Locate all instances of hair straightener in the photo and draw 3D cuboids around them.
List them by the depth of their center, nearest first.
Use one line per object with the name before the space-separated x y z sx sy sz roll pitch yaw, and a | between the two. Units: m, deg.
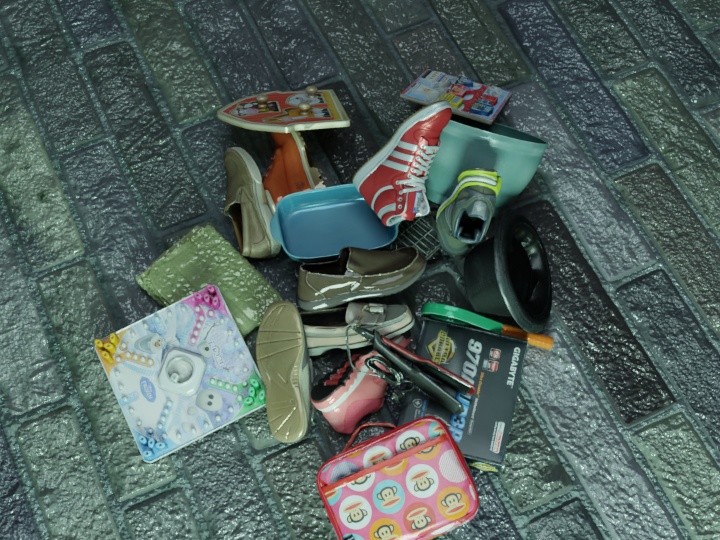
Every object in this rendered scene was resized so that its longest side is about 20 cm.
hair straightener | 0.060 0.143 1.619 0.200 0.041 0.077 33 61 -1

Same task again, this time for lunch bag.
lunch bag | 0.046 0.286 1.573 0.200 0.082 0.176 -24 74 -2

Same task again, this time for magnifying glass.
magnifying glass | 0.187 0.083 1.720 0.200 0.080 0.022 14 79 -4

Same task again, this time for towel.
towel | -0.225 0.029 1.760 0.200 0.036 0.148 41 68 20

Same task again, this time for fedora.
fedora | 0.210 0.009 1.724 0.092 0.201 0.201 -16 57 29

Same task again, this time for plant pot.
plant pot | 0.173 -0.160 1.789 0.200 0.200 0.134 18 104 9

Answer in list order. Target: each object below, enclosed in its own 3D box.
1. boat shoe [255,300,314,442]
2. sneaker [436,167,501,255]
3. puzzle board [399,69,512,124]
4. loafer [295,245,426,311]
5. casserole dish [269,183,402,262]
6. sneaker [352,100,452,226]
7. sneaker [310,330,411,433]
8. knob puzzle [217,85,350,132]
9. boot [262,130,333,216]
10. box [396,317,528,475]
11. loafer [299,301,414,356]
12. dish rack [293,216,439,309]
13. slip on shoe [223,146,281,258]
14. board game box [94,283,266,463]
boat shoe | -0.102 0.145 1.659 0.072 0.065 0.200 -10 78 14
sneaker | 0.150 -0.069 1.696 0.074 0.200 0.081 12 62 -1
puzzle board | 0.158 -0.286 1.879 0.151 0.017 0.200 18 24 9
loafer | 0.000 0.000 1.682 0.200 0.071 0.073 -18 28 -12
casserole dish | -0.036 -0.068 1.753 0.200 0.039 0.121 -10 61 -8
sneaker | 0.082 -0.148 1.694 0.071 0.200 0.113 -3 56 -50
sneaker | 0.010 0.158 1.683 0.200 0.074 0.087 -42 113 -35
knob puzzle | -0.129 -0.264 1.862 0.219 0.030 0.220 -1 26 0
boot | -0.123 -0.160 1.847 0.107 0.075 0.200 -24 57 2
box | 0.144 0.179 1.675 0.159 0.046 0.200 13 62 7
loafer | -0.024 0.076 1.685 0.200 0.063 0.072 -14 22 12
dish rack | 0.015 -0.022 1.782 0.153 0.055 0.200 41 67 18
slip on shoe | -0.184 -0.106 1.811 0.061 0.076 0.200 -11 67 -26
board game box | -0.259 0.144 1.674 0.200 0.026 0.200 -26 71 -5
